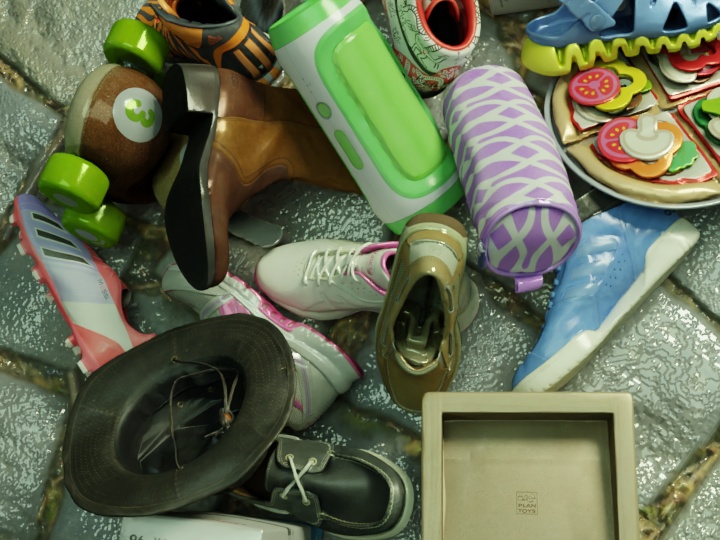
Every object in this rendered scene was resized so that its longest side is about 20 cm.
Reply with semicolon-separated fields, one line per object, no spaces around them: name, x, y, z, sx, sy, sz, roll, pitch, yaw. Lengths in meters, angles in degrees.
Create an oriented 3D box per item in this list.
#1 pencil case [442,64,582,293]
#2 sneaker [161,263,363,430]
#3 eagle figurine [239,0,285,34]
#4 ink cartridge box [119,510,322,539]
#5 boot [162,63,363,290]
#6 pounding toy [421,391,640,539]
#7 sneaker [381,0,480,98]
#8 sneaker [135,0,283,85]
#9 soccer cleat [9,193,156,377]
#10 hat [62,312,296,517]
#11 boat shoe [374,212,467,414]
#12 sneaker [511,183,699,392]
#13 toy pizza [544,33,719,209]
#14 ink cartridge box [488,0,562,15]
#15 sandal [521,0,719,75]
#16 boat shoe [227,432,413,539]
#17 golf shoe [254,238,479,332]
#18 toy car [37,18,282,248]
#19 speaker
pencil case;0.117;-0.078;0.889;0.083;0.086;0.201;-10;44;3
sneaker;-0.099;0.064;0.958;0.199;0.081;0.089;32;85;19
eagle figurine;-0.064;-0.322;1.033;0.151;0.150;0.202;-10;109;50
ink cartridge box;-0.111;0.224;0.860;0.115;0.200;0.069;3;80;14
boot;-0.067;-0.074;0.949;0.068;0.198;0.191;-30;64;49
pounding toy;0.112;0.205;0.859;0.182;0.142;0.203;0;73;5
sneaker;0.045;-0.255;0.937;0.066;0.108;0.204;-15;84;-16
sneaker;-0.156;-0.233;1.002;0.199;0.112;0.078;24;76;40
soccer cleat;-0.254;0.009;1.025;0.076;0.067;0.201;-27;71;-12
hat;-0.131;0.128;0.881;0.198;0.081;0.202;-13;45;13
boat shoe;0.043;0.053;0.865;0.071;0.201;0.077;5;44;6
sneaker;0.168;0.007;0.906;0.111;0.077;0.200;43;87;15
toy pizza;0.248;-0.134;0.906;0.197;0.032;0.202;-3;55;4
ink cartridge box;0.203;-0.315;0.968;0.197;0.088;0.147;-4;76;11
sandal;0.223;-0.222;0.905;0.198;0.088;0.080;-14;33;5
boat shoe;-0.044;0.169;0.886;0.199;0.067;0.073;7;86;42
golf shoe;0.000;0.000;0.939;0.197;0.092;0.076;6;67;15
toy car;-0.148;-0.094;0.981;0.198;0.158;0.166;19;72;6
speaker;0.007;-0.133;0.930;0.088;0.089;0.201;-32;106;5
